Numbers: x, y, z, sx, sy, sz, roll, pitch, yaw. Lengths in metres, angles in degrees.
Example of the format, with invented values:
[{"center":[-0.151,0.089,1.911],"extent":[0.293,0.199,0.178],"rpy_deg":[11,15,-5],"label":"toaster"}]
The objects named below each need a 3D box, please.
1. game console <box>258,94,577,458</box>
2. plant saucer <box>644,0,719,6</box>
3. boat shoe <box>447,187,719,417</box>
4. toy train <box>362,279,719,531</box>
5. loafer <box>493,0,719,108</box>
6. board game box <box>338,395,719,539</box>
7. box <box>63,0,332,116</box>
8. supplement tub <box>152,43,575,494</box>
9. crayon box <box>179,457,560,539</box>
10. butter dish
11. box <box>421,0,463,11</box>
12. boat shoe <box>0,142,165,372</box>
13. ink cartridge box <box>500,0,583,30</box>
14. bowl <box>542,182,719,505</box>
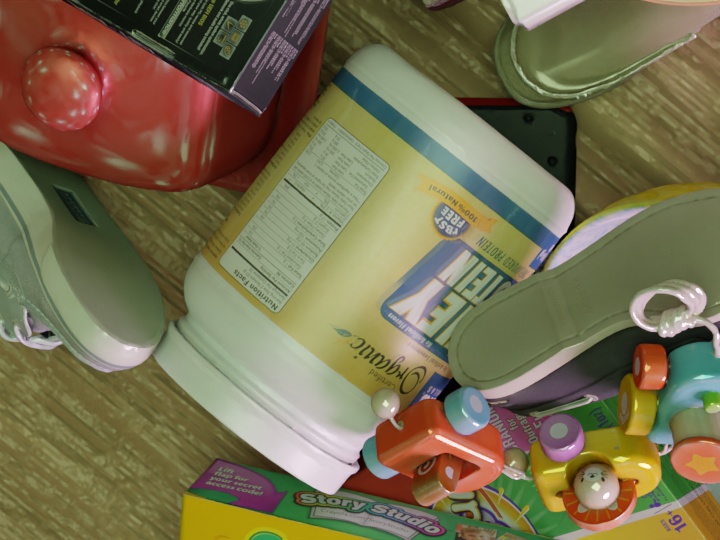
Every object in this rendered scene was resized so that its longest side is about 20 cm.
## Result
[{"center":[0.028,0.005,1.632],"extent":[0.176,0.031,0.201],"rpy_deg":[1,95,-1],"label":"game console"},{"center":[0.157,-0.226,1.418],"extent":[0.200,0.032,0.201],"rpy_deg":[0,93,4],"label":"plant saucer"},{"center":[0.143,0.019,1.479],"extent":[0.200,0.063,0.073],"rpy_deg":[-23,54,18],"label":"boat shoe"},{"center":[0.106,0.082,1.455],"extent":[0.200,0.150,0.056],"rpy_deg":[-28,50,31],"label":"toy train"},{"center":[0.158,-0.155,1.587],"extent":[0.200,0.068,0.076],"rpy_deg":[-32,85,2],"label":"loafer"},{"center":[0.081,0.139,1.590],"extent":[0.200,0.040,0.153],"rpy_deg":[-35,95,28],"label":"board game box"},{"center":[-0.065,-0.199,1.437],"extent":[0.160,0.044,0.200],"rpy_deg":[30,89,23],"label":"box"},{"center":[0.000,0.000,1.544],"extent":[0.145,0.145,0.200],"rpy_deg":[38,93,0],"label":"supplement tub"},{"center":[-0.001,0.207,1.589],"extent":[0.199,0.058,0.173],"rpy_deg":[12,114,15],"label":"crayon box"},{"center":[-0.128,-0.119,1.535],"extent":[0.199,0.148,0.200],"rpy_deg":[17,123,12],"label":"butter dish"},{"center":[0.104,-0.220,1.572],"extent":[0.200,0.100,0.096],"rpy_deg":[-25,91,5],"label":"box"},{"center":[-0.162,0.004,1.575],"extent":[0.070,0.201,0.072],"rpy_deg":[20,112,-35],"label":"boat shoe"},{"center":[0.132,-0.227,1.477],"extent":[0.200,0.084,0.145],"rpy_deg":[-28,90,4],"label":"ink cartridge box"},{"center":[0.202,0.030,1.569],"extent":[0.200,0.108,0.201],"rpy_deg":[20,129,26],"label":"bowl"}]
